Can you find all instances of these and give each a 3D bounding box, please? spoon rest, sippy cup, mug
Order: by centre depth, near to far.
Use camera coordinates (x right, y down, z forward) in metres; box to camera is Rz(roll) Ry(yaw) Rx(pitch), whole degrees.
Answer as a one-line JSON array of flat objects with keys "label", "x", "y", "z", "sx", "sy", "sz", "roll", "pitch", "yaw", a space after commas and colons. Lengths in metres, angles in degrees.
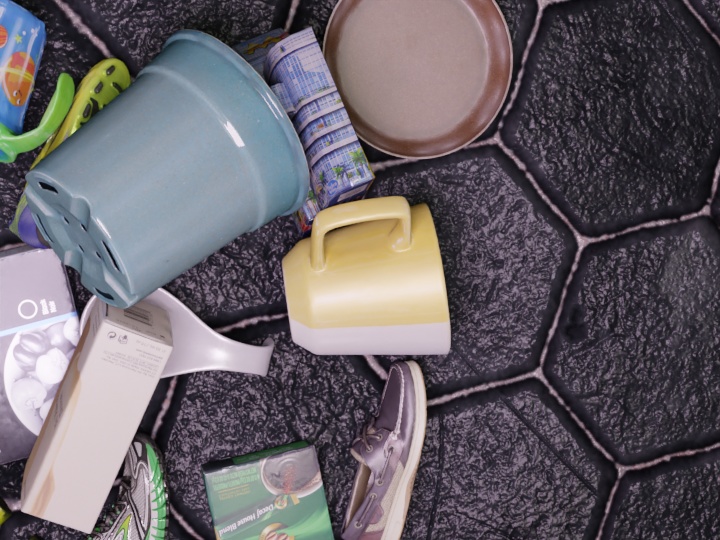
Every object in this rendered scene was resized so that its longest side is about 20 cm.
[{"label": "sippy cup", "x": -0.358, "y": -0.187, "z": 1.243, "sx": 0.177, "sy": 0.139, "sz": 0.131, "roll": 25, "pitch": 78, "yaw": -21}, {"label": "spoon rest", "x": -0.177, "y": 0.068, "z": 1.321, "sx": 0.199, "sy": 0.061, "sz": 0.100, "roll": 13, "pitch": 92, "yaw": -20}, {"label": "mug", "x": 0.000, "y": 0.002, "z": 1.321, "sx": 0.152, "sy": 0.150, "sz": 0.188, "roll": -8, "pitch": 112, "yaw": -2}]

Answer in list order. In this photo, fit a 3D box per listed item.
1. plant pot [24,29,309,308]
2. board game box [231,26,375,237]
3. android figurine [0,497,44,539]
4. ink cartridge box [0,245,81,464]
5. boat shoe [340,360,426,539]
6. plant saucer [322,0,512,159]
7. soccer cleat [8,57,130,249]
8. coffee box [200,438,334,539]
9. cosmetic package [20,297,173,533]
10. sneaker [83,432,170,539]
[{"label": "plant pot", "x": -0.183, "y": -0.080, "z": 1.216, "sx": 0.196, "sy": 0.200, "sz": 0.201, "roll": -41, "pitch": 102, "yaw": -27}, {"label": "board game box", "x": -0.062, "y": -0.149, "z": 1.289, "sx": 0.061, "sy": 0.200, "sz": 0.201, "roll": -23, "pitch": 85, "yaw": -10}, {"label": "android figurine", "x": -0.403, "y": 0.321, "z": 1.320, "sx": 0.200, "sy": 0.041, "sz": 0.182, "roll": -43, "pitch": 102, "yaw": -7}, {"label": "ink cartridge box", "x": -0.365, "y": 0.089, "z": 1.305, "sx": 0.199, "sy": 0.043, "sz": 0.200, "roll": -15, "pitch": 99, "yaw": -9}, {"label": "boat shoe", "x": 0.022, "y": 0.190, "z": 1.378, "sx": 0.064, "sy": 0.072, "sz": 0.202, "roll": 7, "pitch": 99, "yaw": -17}, {"label": "plant saucer", "x": 0.056, "y": -0.215, "z": 1.368, "sx": 0.199, "sy": 0.032, "sz": 0.202, "roll": -1, "pitch": 96, "yaw": -11}, {"label": "soccer cleat", "x": -0.283, "y": -0.117, "z": 1.292, "sx": 0.065, "sy": 0.083, "sz": 0.201, "roll": 35, "pitch": 70, "yaw": -51}, {"label": "coffee box", "x": -0.085, "y": 0.284, "z": 1.377, "sx": 0.122, "sy": 0.044, "sz": 0.202, "roll": -12, "pitch": 98, "yaw": -11}, {"label": "cosmetic package", "x": -0.247, "y": 0.129, "z": 1.251, "sx": 0.071, "sy": 0.105, "sz": 0.201, "roll": 22, "pitch": 101, "yaw": -17}, {"label": "sneaker", "x": -0.233, "y": 0.260, "z": 1.328, "sx": 0.085, "sy": 0.078, "sz": 0.202, "roll": 7, "pitch": 94, "yaw": -11}]
